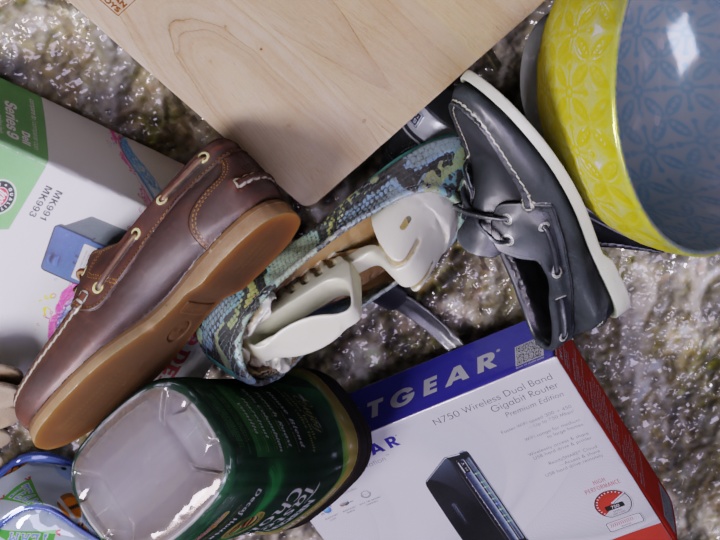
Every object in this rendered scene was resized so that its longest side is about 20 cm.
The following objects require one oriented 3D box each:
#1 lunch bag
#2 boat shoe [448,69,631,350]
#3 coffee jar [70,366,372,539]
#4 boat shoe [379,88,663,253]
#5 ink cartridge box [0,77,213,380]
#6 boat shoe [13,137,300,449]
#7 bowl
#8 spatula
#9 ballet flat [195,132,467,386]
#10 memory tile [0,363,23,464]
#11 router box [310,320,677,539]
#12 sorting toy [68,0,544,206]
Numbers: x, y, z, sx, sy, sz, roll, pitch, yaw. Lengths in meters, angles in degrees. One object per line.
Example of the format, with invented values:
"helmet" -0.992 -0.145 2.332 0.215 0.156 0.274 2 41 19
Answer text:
"lunch bag" -0.193 0.211 1.643 0.200 0.076 0.160 37 111 -28
"boat shoe" 0.087 -0.027 1.450 0.066 0.075 0.199 -39 137 -7
"coffee jar" -0.075 0.110 1.503 0.104 0.085 0.200 -42 164 21
"boat shoe" 0.108 -0.043 1.540 0.199 0.074 0.068 18 120 -18
"ink cartridge box" -0.171 -0.006 1.504 0.200 0.088 0.145 25 113 -26
"boat shoe" -0.123 0.013 1.439 0.200 0.070 0.070 -43 160 7
"bowl" 0.157 -0.109 1.475 0.107 0.200 0.200 4 134 39
"spatula" 0.036 0.030 1.603 0.200 0.021 0.057 32 116 -25
"ballet flat" 0.000 0.000 1.465 0.200 0.074 0.074 -37 121 1
"memory tile" -0.277 0.092 1.514 0.153 0.017 0.200 -1 160 -13
"router box" 0.073 0.137 1.640 0.200 0.049 0.180 -24 123 18
"sorting toy" -0.029 -0.172 1.437 0.199 0.070 0.200 -41 119 15
